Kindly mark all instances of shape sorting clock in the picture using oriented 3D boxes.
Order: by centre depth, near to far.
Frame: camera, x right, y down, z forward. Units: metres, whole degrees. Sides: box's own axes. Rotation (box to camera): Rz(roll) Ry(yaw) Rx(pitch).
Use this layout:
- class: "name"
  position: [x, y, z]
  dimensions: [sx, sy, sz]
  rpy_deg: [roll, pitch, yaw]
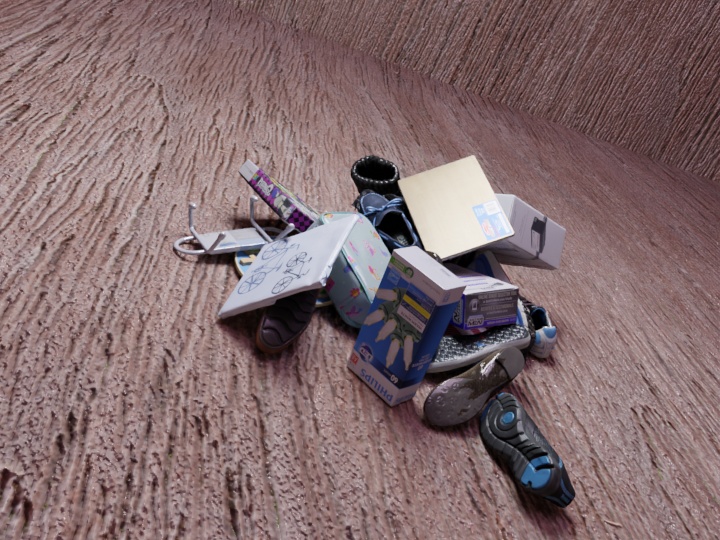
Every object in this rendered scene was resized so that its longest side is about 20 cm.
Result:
- class: "shape sorting clock"
  position: [-0.115, -0.004, 1.307]
  dimensions: [0.197, 0.040, 0.201]
  rpy_deg: [19, 26, -9]

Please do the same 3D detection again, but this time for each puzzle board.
- class: "puzzle board"
  position: [0.161, -0.107, 1.342]
  dimensions: [0.148, 0.018, 0.202]
  rpy_deg: [-18, 52, -1]

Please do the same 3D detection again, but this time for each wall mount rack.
- class: "wall mount rack"
  position: [-0.199, -0.066, 1.264]
  dimensions: [0.197, 0.076, 0.174]
  rpy_deg: [-10, 29, -28]

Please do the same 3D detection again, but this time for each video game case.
- class: "video game case"
  position: [-0.112, -0.103, 1.406]
  dimensions: [0.199, 0.036, 0.181]
  rpy_deg: [35, 7, -49]

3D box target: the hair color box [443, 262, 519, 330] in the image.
- class: "hair color box"
  position: [0.161, 0.040, 1.300]
  dimensions: [0.108, 0.066, 0.199]
  rpy_deg: [-5, 13, -27]

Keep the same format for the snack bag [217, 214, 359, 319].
- class: "snack bag"
  position: [-0.101, -0.008, 1.153]
  dimensions: [0.022, 0.198, 0.189]
  rpy_deg: [58, 32, -23]

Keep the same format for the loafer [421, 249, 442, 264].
- class: "loafer"
  position: [0.080, 0.056, 1.218]
  dimensions: [0.071, 0.072, 0.203]
  rpy_deg: [32, 56, -44]

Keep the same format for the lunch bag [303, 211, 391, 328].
- class: "lunch bag"
  position: [0.000, 0.000, 1.290]
  dimensions: [0.160, 0.077, 0.202]
  rpy_deg: [-7, 63, -58]

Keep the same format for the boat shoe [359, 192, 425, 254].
- class: "boat shoe"
  position: [0.060, -0.085, 1.363]
  dimensions: [0.084, 0.069, 0.200]
  rpy_deg: [-34, 49, -13]

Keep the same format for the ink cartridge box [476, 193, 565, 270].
- class: "ink cartridge box"
  position: [0.267, -0.072, 1.432]
  dimensions: [0.144, 0.085, 0.199]
  rpy_deg: [9, -10, 44]

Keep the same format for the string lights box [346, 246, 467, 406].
- class: "string lights box"
  position: [0.063, 0.080, 1.107]
  dimensions: [0.102, 0.202, 0.058]
  rpy_deg: [38, 29, 31]

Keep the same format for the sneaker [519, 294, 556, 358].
- class: "sneaker"
  position: [0.316, 0.082, 1.461]
  dimensions: [0.071, 0.073, 0.201]
  rpy_deg: [10, 28, -22]

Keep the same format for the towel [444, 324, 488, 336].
- class: "towel"
  position: [0.180, 0.103, 1.368]
  dimensions: [0.198, 0.023, 0.144]
  rpy_deg: [0, 35, -39]

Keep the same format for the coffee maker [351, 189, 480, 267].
- class: "coffee maker"
  position: [0.117, -0.082, 1.509]
  dimensions: [0.198, 0.135, 0.194]
  rpy_deg: [8, 47, -47]

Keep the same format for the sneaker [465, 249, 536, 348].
- class: "sneaker"
  position: [0.246, 0.065, 1.393]
  dimensions: [0.079, 0.088, 0.202]
  rpy_deg: [42, 18, -56]

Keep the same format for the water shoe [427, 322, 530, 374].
- class: "water shoe"
  position: [0.181, 0.146, 1.237]
  dimensions: [0.197, 0.080, 0.072]
  rpy_deg: [-12, 30, -9]

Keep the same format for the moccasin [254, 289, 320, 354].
- class: "moccasin"
  position: [-0.112, 0.052, 1.167]
  dimensions: [0.073, 0.078, 0.203]
  rpy_deg: [33, 40, -15]

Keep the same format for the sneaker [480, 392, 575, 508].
- class: "sneaker"
  position: [0.232, 0.254, 1.093]
  dimensions: [0.082, 0.073, 0.201]
  rpy_deg: [41, 13, -29]

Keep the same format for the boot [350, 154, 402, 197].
- class: "boot"
  position: [0.090, -0.164, 1.582]
  dimensions: [0.207, 0.159, 0.081]
  rpy_deg: [-4, 56, 7]

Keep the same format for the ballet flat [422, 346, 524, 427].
- class: "ballet flat"
  position: [0.166, 0.174, 1.154]
  dimensions: [0.199, 0.046, 0.068]
  rpy_deg: [-30, 86, -31]
